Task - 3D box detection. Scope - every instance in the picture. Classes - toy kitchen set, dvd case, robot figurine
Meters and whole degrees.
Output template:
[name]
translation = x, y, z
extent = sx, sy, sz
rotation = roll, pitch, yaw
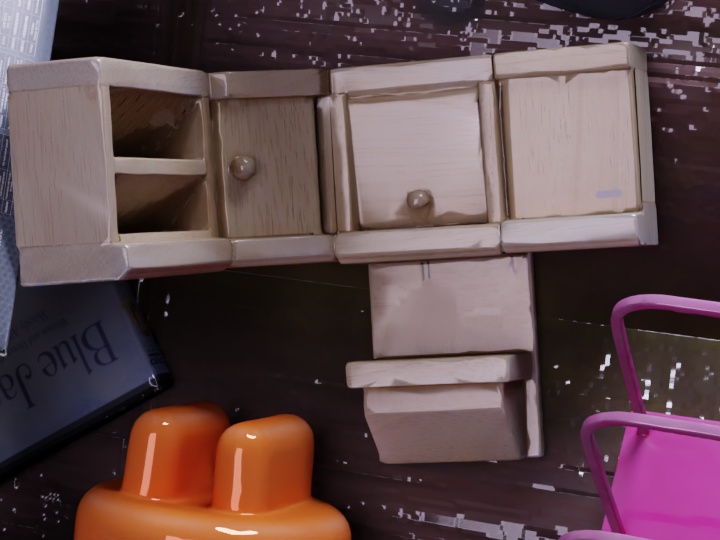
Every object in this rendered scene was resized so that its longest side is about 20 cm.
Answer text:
[toy kitchen set]
translation = 0.000, 0.000, 0.806
extent = 0.199, 0.180, 0.164
rotation = -4, 91, 18
[dvd case]
translation = -0.184, -0.005, 0.964
extent = 0.142, 0.018, 0.201
rotation = -29, 81, 18
[robot figurine]
translation = -0.066, 0.157, 0.870
extent = 0.143, 0.117, 0.201
rotation = 4, 93, -19

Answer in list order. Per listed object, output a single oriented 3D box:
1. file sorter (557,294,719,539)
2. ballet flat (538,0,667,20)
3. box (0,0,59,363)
[file sorter]
translation = 0.133, 0.125, 0.742
extent = 0.138, 0.126, 0.201
rotation = 7, 63, 20
[ballet flat]
translation = 0.034, -0.151, 0.851
extent = 0.199, 0.073, 0.073
rotation = 20, 98, 20
[box]
translation = -0.168, -0.039, 0.838
extent = 0.158, 0.051, 0.201
rotation = 143, 136, -58
